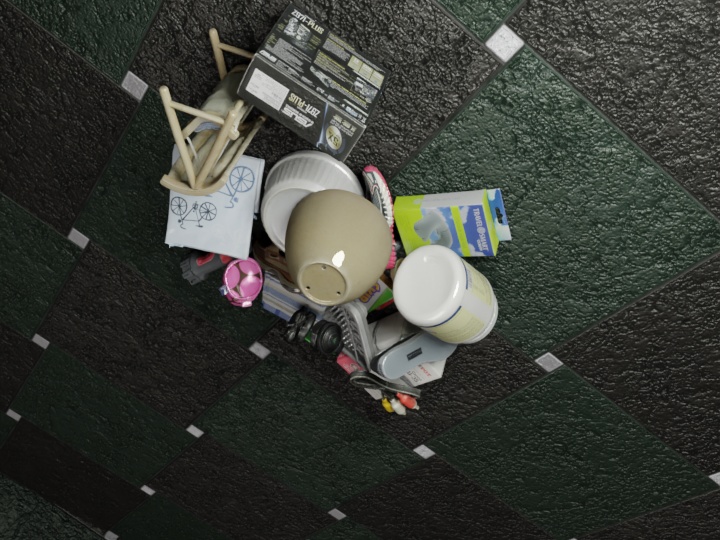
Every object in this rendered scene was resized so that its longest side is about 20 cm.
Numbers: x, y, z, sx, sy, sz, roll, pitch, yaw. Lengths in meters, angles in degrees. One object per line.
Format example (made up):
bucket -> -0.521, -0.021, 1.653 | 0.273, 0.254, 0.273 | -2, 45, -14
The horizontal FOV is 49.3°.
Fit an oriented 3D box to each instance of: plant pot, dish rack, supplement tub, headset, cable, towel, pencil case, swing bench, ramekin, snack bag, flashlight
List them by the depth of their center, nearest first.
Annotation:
swing bench -> -0.238, -0.254, 1.315 | 0.127, 0.201, 0.203 | 18, 137, 3
plant pot -> -0.049, -0.018, 1.362 | 0.194, 0.136, 0.204 | 7, 127, 9
supplement tub -> 0.162, 0.051, 1.443 | 0.142, 0.149, 0.199 | -10, 157, 29
ramekin -> -0.094, -0.110, 1.453 | 0.197, 0.095, 0.206 | 8, 128, 10
snack bag -> -0.282, -0.130, 1.511 | 0.183, 0.021, 0.206 | 11, 102, 10
headset -> -0.103, 0.133, 1.602 | 0.121, 0.095, 0.201 | 26, 162, 19
pencil case -> -0.245, 0.029, 1.608 | 0.089, 0.200, 0.096 | -17, 89, -10
dish rack -> -0.035, 0.101, 1.628 | 0.199, 0.043, 0.175 | 34, 148, 45
cable -> 0.058, 0.257, 1.643 | 0.095, 0.052, 0.199 | -14, 150, 30
flashlight -> -0.310, -0.035, 1.660 | 0.197, 0.069, 0.068 | -20, 128, 41
towel -> -0.144, 0.067, 1.670 | 0.144, 0.024, 0.201 | 28, 155, 2

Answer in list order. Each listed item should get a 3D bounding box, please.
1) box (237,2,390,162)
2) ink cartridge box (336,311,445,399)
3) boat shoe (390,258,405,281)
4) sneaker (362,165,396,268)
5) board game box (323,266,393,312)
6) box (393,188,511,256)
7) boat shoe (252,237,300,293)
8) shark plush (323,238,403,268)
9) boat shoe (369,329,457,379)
box -> -0.070, -0.296, 1.232 | 0.197, 0.166, 0.086 | 31, 137, -11
ink cartridge box -> 0.069, 0.182, 1.695 | 0.198, 0.084, 0.147 | -26, 119, 39
boat shoe -> 0.103, 0.045, 1.544 | 0.064, 0.074, 0.200 | -1, 150, 34
sneaker -> 0.022, -0.089, 1.420 | 0.073, 0.081, 0.205 | -9, 116, -7
board game box -> -0.008, 0.011, 1.606 | 0.199, 0.030, 0.095 | 40, 133, -21
box -> 0.166, -0.082, 1.427 | 0.195, 0.048, 0.124 | -2, 132, 25
boat shoe -> -0.148, -0.026, 1.552 | 0.199, 0.074, 0.074 | 36, 120, 43
shark plush -> 0.000, 0.000, 1.521 | 0.195, 0.084, 0.092 | -18, 127, -5
boat shoe -> 0.107, 0.160, 1.562 | 0.068, 0.196, 0.075 | 3, 117, 59
